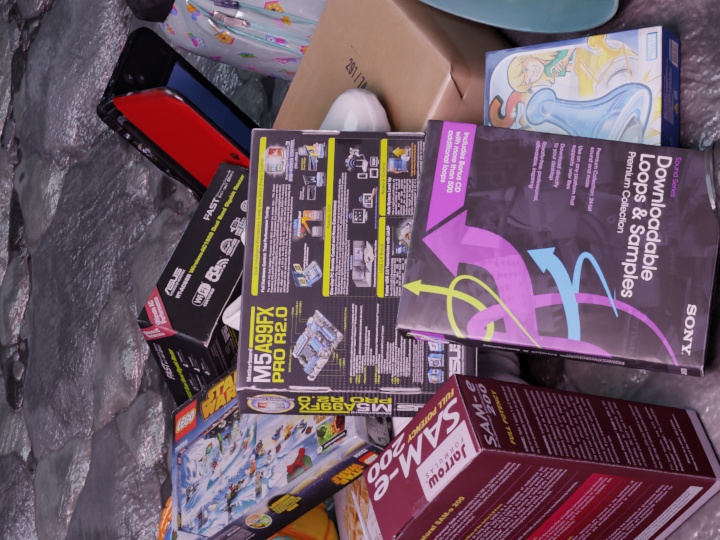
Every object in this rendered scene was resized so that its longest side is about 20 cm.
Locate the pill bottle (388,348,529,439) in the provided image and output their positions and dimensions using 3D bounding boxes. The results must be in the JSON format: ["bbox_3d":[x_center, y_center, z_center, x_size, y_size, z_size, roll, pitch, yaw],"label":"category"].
[{"bbox_3d":[0.079,0.139,1.303,0.113,0.113,0.200,-41,49,43],"label":"pill bottle"}]

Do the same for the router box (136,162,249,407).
[{"bbox_3d":[-0.099,0.031,1.496,0.062,0.200,0.150,19,64,17],"label":"router box"}]

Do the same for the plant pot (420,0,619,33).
[{"bbox_3d":[0.106,-0.282,1.320,0.200,0.200,0.161,-1,66,56],"label":"plant pot"}]

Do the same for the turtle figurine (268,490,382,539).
[{"bbox_3d":[-0.037,0.263,1.343,0.150,0.101,0.200,139,130,-67],"label":"turtle figurine"}]

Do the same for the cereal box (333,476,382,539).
[{"bbox_3d":[0.019,0.196,1.403,0.144,0.039,0.200,112,151,-56],"label":"cereal box"}]

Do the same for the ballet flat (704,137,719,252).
[{"bbox_3d":[0.249,0.003,1.137,0.057,0.066,0.200,-16,69,24],"label":"ballet flat"}]

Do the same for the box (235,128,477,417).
[{"bbox_3d":[0.000,0.000,1.286,0.044,0.160,0.200,87,-177,-64],"label":"box"}]

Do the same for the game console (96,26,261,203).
[{"bbox_3d":[-0.102,-0.111,1.545,0.119,0.200,0.173,-29,31,34],"label":"game console"}]

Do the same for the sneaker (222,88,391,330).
[{"bbox_3d":[-0.042,-0.040,1.372,0.075,0.088,0.200,33,107,56],"label":"sneaker"}]

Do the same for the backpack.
[{"bbox_3d":[-0.092,-0.234,1.589,0.167,0.200,0.127,-153,78,-76],"label":"backpack"}]

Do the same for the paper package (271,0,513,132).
[{"bbox_3d":[0.032,-0.113,1.452,0.200,0.103,0.191,53,126,47],"label":"paper package"}]

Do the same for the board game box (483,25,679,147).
[{"bbox_3d":[0.148,-0.058,1.283,0.135,0.034,0.200,-6,75,31],"label":"board game box"}]

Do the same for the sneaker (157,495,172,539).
[{"bbox_3d":[-0.146,0.283,1.633,0.078,0.075,0.200,12,92,53],"label":"sneaker"}]

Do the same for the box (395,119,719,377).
[{"bbox_3d":[0.131,-0.016,1.217,0.036,0.200,0.143,52,-135,-76],"label":"box"}]

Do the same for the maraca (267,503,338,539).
[{"bbox_3d":[-0.067,0.242,1.458,0.107,0.137,0.200,-15,86,34],"label":"maraca"}]

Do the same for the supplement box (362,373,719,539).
[{"bbox_3d":[0.115,0.129,1.173,0.109,0.200,0.061,-50,44,35],"label":"supplement box"}]

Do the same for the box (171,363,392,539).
[{"bbox_3d":[-0.061,0.117,1.359,0.200,0.040,0.137,-36,41,32],"label":"box"}]
